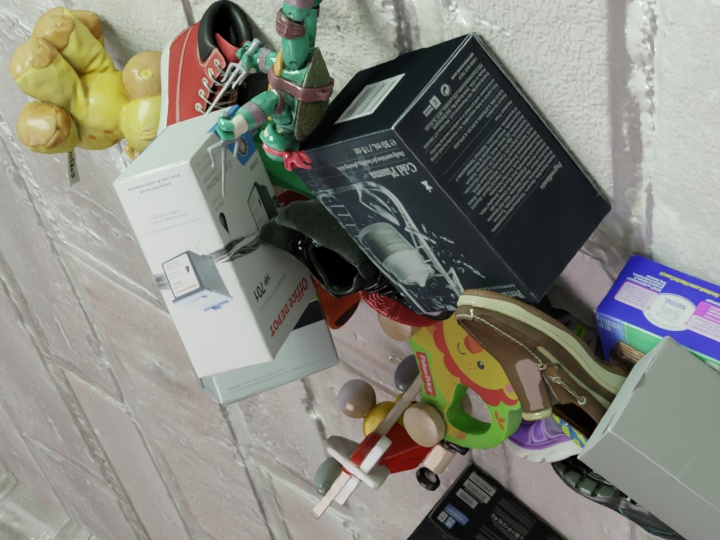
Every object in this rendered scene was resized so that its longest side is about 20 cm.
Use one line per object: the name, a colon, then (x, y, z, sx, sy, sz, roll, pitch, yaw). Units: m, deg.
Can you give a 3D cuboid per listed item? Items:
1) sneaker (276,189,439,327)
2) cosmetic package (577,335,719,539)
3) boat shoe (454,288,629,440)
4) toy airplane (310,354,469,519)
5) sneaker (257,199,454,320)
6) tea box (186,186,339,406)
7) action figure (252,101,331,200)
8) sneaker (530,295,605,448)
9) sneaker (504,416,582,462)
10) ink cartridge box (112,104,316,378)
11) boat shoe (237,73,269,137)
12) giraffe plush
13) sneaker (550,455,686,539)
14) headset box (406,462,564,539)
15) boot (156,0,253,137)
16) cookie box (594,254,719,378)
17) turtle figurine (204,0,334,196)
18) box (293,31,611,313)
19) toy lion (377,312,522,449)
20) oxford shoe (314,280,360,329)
sneaker: (0.012, -0.030, 1.713, 0.200, 0.079, 0.116, 38, -158, -1)
cosmetic package: (0.288, 0.159, 1.394, 0.199, 0.107, 0.090, 37, 154, 6)
boat shoe: (0.157, 0.091, 1.446, 0.202, 0.075, 0.075, 32, 162, -18)
toy airplane: (0.016, 0.182, 1.928, 0.141, 0.199, 0.200, 49, 163, 23)
sneaker: (0.002, -0.001, 1.591, 0.200, 0.104, 0.060, 44, 129, -13)
tea box: (-0.128, 0.022, 1.814, 0.200, 0.133, 0.198, 179, 73, -78)
action figure: (-0.007, -0.093, 1.632, 0.199, 0.055, 0.119, 29, 115, -5)
sneaker: (0.193, 0.072, 1.619, 0.200, 0.082, 0.071, 58, 163, 1)
sneaker: (0.212, 0.138, 1.727, 0.199, 0.080, 0.084, -12, 106, 54)
ink cartridge box: (-0.129, -0.027, 1.570, 0.085, 0.147, 0.201, -16, 110, 22)
boat shoe: (-0.117, -0.140, 1.741, 0.200, 0.069, 0.067, 123, 133, -67)
giraffe plush: (-0.249, -0.173, 1.802, 0.161, 0.173, 0.201, 5, 132, 21)
sneaker: (0.277, 0.230, 1.756, 0.199, 0.076, 0.079, 27, 155, 32)
headset box: (0.153, 0.349, 2.131, 0.174, 0.093, 0.200, 40, 157, 5)
boot: (-0.140, -0.147, 1.638, 0.144, 0.072, 0.202, -24, 69, 62)
cookie box: (0.301, 0.099, 1.489, 0.170, 0.075, 0.201, 23, 151, 33)
turtle figurine: (-0.070, -0.165, 1.460, 0.100, 0.201, 0.150, 11, -157, -10)
box: (0.072, -0.077, 1.484, 0.197, 0.124, 0.200, 47, 156, -18)
toy lion: (0.115, 0.091, 1.736, 0.191, 0.068, 0.201, 10, 122, 45)
oxford shoe: (-0.051, -0.008, 1.858, 0.073, 0.071, 0.201, 36, 157, 23)
